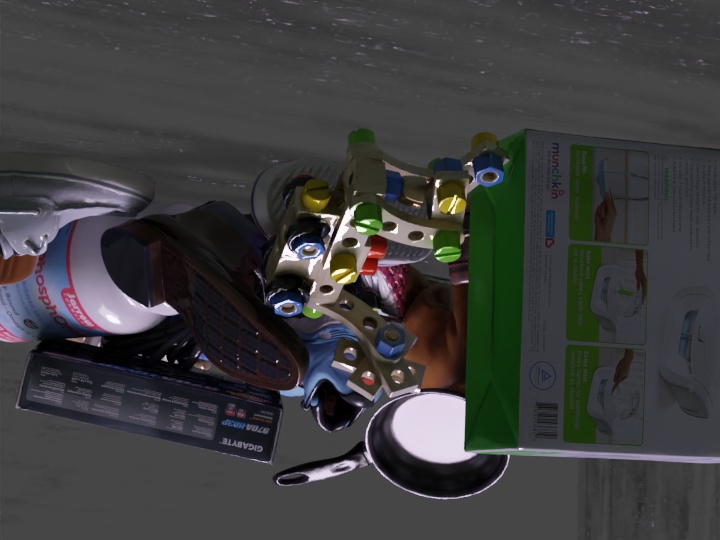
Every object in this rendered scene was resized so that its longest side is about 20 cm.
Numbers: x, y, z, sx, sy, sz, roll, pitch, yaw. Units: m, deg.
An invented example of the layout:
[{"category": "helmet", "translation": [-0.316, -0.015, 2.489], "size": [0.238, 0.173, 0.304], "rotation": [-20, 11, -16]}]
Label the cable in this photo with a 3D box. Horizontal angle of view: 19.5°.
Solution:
[{"category": "cable", "translation": [-0.130, 0.020, 1.648], "size": [0.199, 0.163, 0.051], "rotation": [-3, 129, 38]}]

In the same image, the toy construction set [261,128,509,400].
[{"category": "toy construction set", "translation": [0.009, -0.010, 1.349], "size": [0.131, 0.092, 0.201], "rotation": [5, 129, -15]}]

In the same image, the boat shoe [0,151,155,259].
[{"category": "boat shoe", "translation": [-0.242, -0.043, 1.443], "size": [0.200, 0.072, 0.070], "rotation": [4, 172, -12]}]

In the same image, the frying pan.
[{"category": "frying pan", "translation": [0.035, 0.151, 1.669], "size": [0.190, 0.031, 0.115], "rotation": [-33, 116, 32]}]

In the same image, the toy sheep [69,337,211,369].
[{"category": "toy sheep", "translation": [-0.196, 0.037, 1.830], "size": [0.199, 0.139, 0.138], "rotation": [1, 175, -39]}]

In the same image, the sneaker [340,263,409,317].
[{"category": "sneaker", "translation": [0.000, 0.000, 1.688], "size": [0.074, 0.081, 0.200], "rotation": [4, 173, -4]}]

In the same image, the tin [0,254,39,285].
[{"category": "tin", "translation": [-0.316, -0.024, 1.488], "size": [0.200, 0.042, 0.112], "rotation": [-5, -146, -45]}]

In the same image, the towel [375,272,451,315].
[{"category": "towel", "translation": [-0.020, 0.026, 2.014], "size": [0.199, 0.048, 0.171], "rotation": [-2, 171, 29]}]

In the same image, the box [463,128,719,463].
[{"category": "box", "translation": [0.166, 0.021, 1.346], "size": [0.176, 0.201, 0.097], "rotation": [3, 173, -20]}]

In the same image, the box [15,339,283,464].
[{"category": "box", "translation": [-0.161, 0.098, 1.636], "size": [0.199, 0.046, 0.159], "rotation": [13, -178, -5]}]

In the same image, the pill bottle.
[{"category": "pill bottle", "translation": [-0.205, -0.003, 1.594], "size": [0.199, 0.109, 0.109], "rotation": [-5, 170, 40]}]

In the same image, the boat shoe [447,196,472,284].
[{"category": "boat shoe", "translation": [0.156, -0.013, 1.592], "size": [0.199, 0.071, 0.070], "rotation": [2, 168, -17]}]

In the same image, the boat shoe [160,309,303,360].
[{"category": "boat shoe", "translation": [-0.093, 0.032, 1.777], "size": [0.199, 0.084, 0.069], "rotation": [0, -145, -42]}]

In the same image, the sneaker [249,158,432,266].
[{"category": "sneaker", "translation": [-0.043, -0.034, 1.485], "size": [0.114, 0.073, 0.200], "rotation": [2, 173, 32]}]

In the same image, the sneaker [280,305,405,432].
[{"category": "sneaker", "translation": [-0.034, 0.085, 1.687], "size": [0.078, 0.090, 0.200], "rotation": [14, 166, -19]}]

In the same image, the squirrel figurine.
[{"category": "squirrel figurine", "translation": [0.122, 0.069, 1.741], "size": [0.141, 0.201, 0.186], "rotation": [15, 165, -30]}]

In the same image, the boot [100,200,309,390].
[{"category": "boot", "translation": [-0.082, 0.007, 1.443], "size": [0.097, 0.075, 0.200], "rotation": [-27, -133, -36]}]
